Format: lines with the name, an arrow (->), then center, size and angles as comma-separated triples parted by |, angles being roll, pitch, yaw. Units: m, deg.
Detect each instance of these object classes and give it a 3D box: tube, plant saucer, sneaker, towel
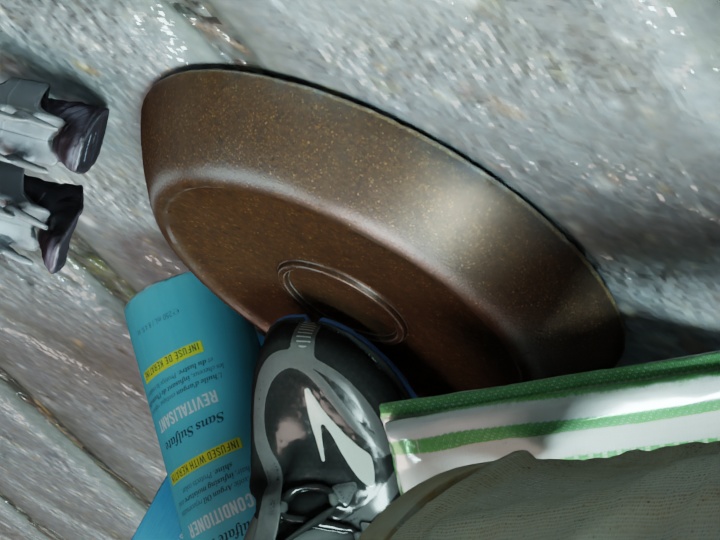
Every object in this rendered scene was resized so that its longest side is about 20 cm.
tube -> -0.046, 0.099, 0.875 | 0.077, 0.201, 0.050 | -32, 156, 33
plant saucer -> 0.000, 0.000, 0.788 | 0.199, 0.035, 0.201 | 24, 159, 10
sneaker -> -0.015, 0.117, 0.788 | 0.070, 0.201, 0.083 | 2, -179, 24
towel -> 0.095, 0.116, 0.776 | 0.151, 0.023, 0.201 | -10, 126, 6

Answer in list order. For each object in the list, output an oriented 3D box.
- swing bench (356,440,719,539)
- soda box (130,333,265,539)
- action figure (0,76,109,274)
swing bench -> 0.125, 0.119, 0.641 | 0.198, 0.130, 0.200 | -13, 131, 48
soda box -> -0.069, 0.133, 0.950 | 0.067, 0.201, 0.064 | 27, 160, 3
action figure -> -0.197, -0.064, 0.805 | 0.199, 0.070, 0.131 | 18, 118, -2
